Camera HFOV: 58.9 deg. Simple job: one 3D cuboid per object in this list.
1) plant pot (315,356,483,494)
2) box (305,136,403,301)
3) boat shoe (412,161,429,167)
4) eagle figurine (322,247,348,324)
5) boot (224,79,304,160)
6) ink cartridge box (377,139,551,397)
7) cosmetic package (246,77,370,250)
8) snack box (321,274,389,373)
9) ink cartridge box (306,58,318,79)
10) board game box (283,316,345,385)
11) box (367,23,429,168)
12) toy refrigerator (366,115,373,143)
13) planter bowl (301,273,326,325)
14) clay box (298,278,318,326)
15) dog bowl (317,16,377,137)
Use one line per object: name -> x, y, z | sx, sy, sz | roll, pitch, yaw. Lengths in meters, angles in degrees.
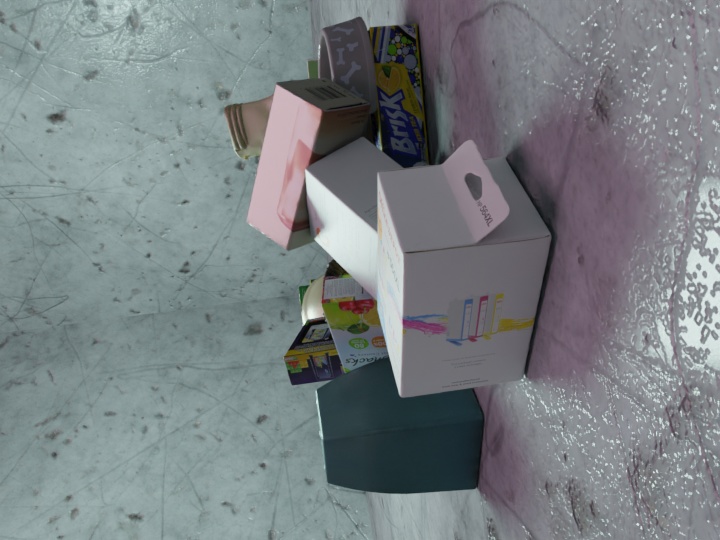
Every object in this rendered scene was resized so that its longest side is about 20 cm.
plant pot -> 0.044, 0.208, 0.852 | 0.142, 0.197, 0.143 | -107, 12, -55
box -> 0.030, -0.048, 0.785 | 0.200, 0.097, 0.125 | 44, 153, 29
boat shoe -> 0.061, -0.077, 0.901 | 0.074, 0.068, 0.199 | 49, 163, 6
eagle figurine -> 0.005, -0.003, 1.009 | 0.151, 0.150, 0.202 | -1, 112, 55
boot -> -0.121, -0.202, 1.053 | 0.073, 0.154, 0.201 | -81, -28, -44
ink cartridge box -> 0.084, -0.004, 0.588 | 0.129, 0.124, 0.202 | -104, 9, -50
cosmetic package -> -0.071, -0.140, 0.844 | 0.087, 0.103, 0.202 | 34, 126, 22
snack box -> 0.035, 0.085, 0.898 | 0.201, 0.140, 0.053 | 75, -167, -46
ink cartridge box -> -0.013, -0.262, 1.092 | 0.048, 0.144, 0.202 | -94, -1, -70
board game box -> -0.013, 0.124, 1.094 | 0.166, 0.198, 0.057 | -62, -40, -68
box -> 0.050, -0.234, 0.898 | 0.064, 0.069, 0.203 | -144, 48, -81
toy refrigerator -> 0.039, -0.207, 1.011 | 0.070, 0.075, 0.203 | 129, 133, -81
planter bowl -> -0.001, 0.074, 1.290 | 0.135, 0.198, 0.203 | -37, 56, 51
clay box -> -0.035, 0.071, 1.420 | 0.048, 0.197, 0.116 | 107, 154, -74
dog bowl -> -0.023, -0.261, 0.931 | 0.200, 0.058, 0.203 | 174, 90, -82
